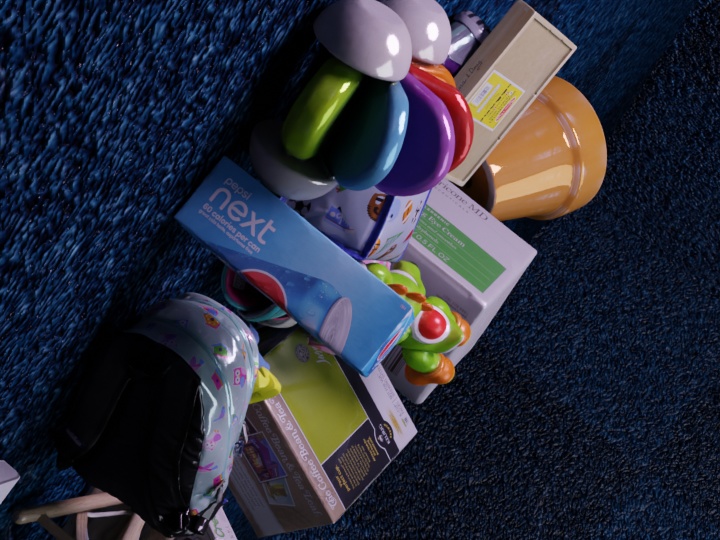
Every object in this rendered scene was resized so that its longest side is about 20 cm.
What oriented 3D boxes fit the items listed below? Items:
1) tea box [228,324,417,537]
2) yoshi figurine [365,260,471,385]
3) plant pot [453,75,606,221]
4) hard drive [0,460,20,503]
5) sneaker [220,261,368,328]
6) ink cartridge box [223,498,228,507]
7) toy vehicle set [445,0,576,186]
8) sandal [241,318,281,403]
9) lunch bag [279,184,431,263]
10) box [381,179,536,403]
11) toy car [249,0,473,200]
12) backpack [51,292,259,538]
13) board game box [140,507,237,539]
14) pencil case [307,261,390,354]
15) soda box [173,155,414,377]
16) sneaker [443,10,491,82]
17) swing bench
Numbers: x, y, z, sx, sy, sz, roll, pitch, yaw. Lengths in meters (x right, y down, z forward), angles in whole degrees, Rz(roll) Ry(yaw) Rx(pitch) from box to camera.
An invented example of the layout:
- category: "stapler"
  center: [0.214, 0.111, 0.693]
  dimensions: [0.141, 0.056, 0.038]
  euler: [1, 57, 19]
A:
- category: "tea box"
  center: [-0.070, 0.166, 1.531]
  dimensions: [0.133, 0.200, 0.197]
  euler: [-20, -167, 40]
- category: "yoshi figurine"
  center: [0.031, 0.046, 1.402]
  dimensions: [0.112, 0.113, 0.200]
  euler: [-33, 142, 11]
- category: "plant pot"
  center: [0.201, -0.150, 1.806]
  dimensions: [0.183, 0.200, 0.200]
  euler: [-23, 155, -36]
- category: "hard drive"
  center: [-0.368, 0.245, 1.065]
  dimensions: [0.200, 0.026, 0.132]
  euler: [-52, 171, 8]
- category: "sneaker"
  center: [-0.095, 0.018, 1.334]
  dimensions: [0.200, 0.121, 0.084]
  euler: [-13, -109, 52]
- category: "ink cartridge box"
  center: [-0.292, 0.428, 2.042]
  dimensions: [0.200, 0.044, 0.094]
  euler: [-53, 169, 10]
- category: "toy vehicle set"
  center: [0.137, -0.185, 1.410]
  dimensions: [0.200, 0.027, 0.124]
  euler: [-50, 152, 12]
- category: "sandal"
  center: [-0.152, 0.079, 1.325]
  dimensions: [0.079, 0.087, 0.200]
  euler: [-19, 159, 14]
- category: "lunch bag"
  center: [0.022, -0.113, 1.275]
  dimensions: [0.200, 0.124, 0.170]
  euler: [-66, 169, 3]
- category: "box"
  center: [0.077, 0.015, 1.701]
  dimensions: [0.171, 0.199, 0.200]
  euler: [-39, 165, -52]
- category: "toy car"
  center: [0.017, -0.126, 1.088]
  dimensions: [0.175, 0.150, 0.200]
  euler: [-56, 169, 28]
- category: "backpack"
  center: [-0.173, 0.119, 1.175]
  dimensions: [0.127, 0.167, 0.200]
  euler: [-48, 160, -53]
- category: "board game box"
  center: [-0.209, 0.264, 1.424]
  dimensions: [0.035, 0.200, 0.126]
  euler: [20, 113, -40]
- category: "pencil case"
  center: [0.000, 0.000, 1.462]
  dimensions: [0.087, 0.087, 0.201]
  euler: [9, 91, -79]
- category: "soda box"
  center: [-0.052, -0.002, 1.078]
  dimensions: [0.068, 0.200, 0.064]
  euler: [-50, 170, -5]
- category: "sneaker"
  center: [0.080, -0.190, 1.431]
  dimensions: [0.087, 0.074, 0.200]
  euler: [-34, 152, -29]
- category: "swing bench"
  center: [-0.297, 0.317, 1.354]
  dimensions: [0.199, 0.130, 0.200]
  euler: [-55, 170, 21]
